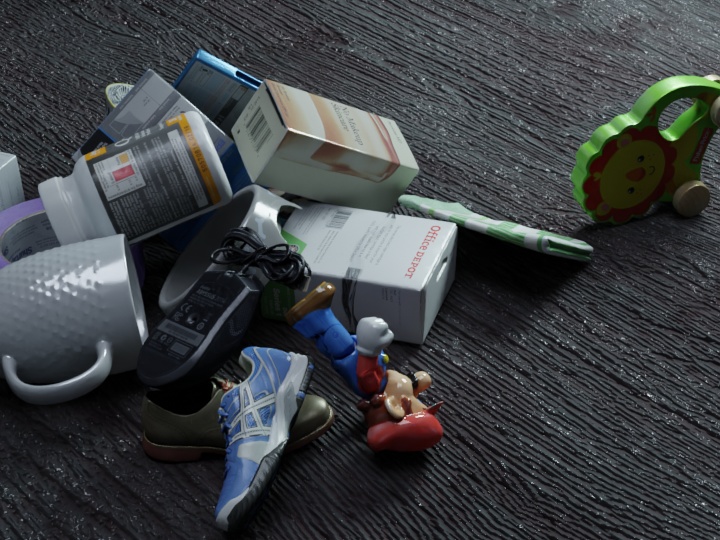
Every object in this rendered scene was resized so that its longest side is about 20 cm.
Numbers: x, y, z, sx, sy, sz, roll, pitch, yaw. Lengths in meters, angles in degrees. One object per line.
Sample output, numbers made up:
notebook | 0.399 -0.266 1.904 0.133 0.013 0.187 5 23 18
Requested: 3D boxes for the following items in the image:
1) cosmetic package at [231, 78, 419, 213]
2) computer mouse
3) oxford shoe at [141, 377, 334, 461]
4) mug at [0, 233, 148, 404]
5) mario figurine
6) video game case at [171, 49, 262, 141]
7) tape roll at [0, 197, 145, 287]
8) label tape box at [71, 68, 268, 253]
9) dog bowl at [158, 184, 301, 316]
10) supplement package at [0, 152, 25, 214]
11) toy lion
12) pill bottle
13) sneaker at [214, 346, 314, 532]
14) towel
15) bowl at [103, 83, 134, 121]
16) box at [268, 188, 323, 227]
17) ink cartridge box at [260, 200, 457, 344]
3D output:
cosmetic package | -0.042 -0.144 1.747 0.199 0.087 0.104 13 37 -38
computer mouse | -0.143 0.053 1.487 0.200 0.053 0.138 -48 42 -15
oxford shoe | -0.126 0.147 1.490 0.199 0.075 0.071 -7 35 -7
mug | -0.323 0.065 1.562 0.174 0.148 0.200 -12 41 -4
mario figurine | 0.019 0.094 1.483 0.106 0.200 0.123 -39 1 21
video game case | -0.143 -0.192 1.834 0.199 0.143 0.018 26 56 -17
tape roll | -0.360 -0.013 1.744 0.199 0.066 0.200 -1 34 1
label tape box | -0.222 -0.121 1.745 0.144 0.200 0.063 -50 4 -5
dog bowl | -0.151 -0.012 1.638 0.059 0.200 0.200 38 31 -17
supplement package | -0.510 -0.055 1.770 0.109 0.114 0.200 12 38 21
toy lion | 0.357 -0.147 1.794 0.191 0.201 0.069 3 32 -27
pill bottle | -0.254 -0.093 1.651 0.199 0.117 0.116 -23 37 -5
sneaker | -0.109 0.163 1.429 0.077 0.076 0.201 20 55 -1
towel | 0.165 -0.053 1.748 0.199 0.024 0.152 21 7 30
bowl | -0.259 -0.150 1.884 0.200 0.094 0.201 29 18 -10
box | -0.048 -0.096 1.861 0.200 0.049 0.082 -30 43 -35
ink cartridge box | 0.000 0.000 1.688 0.199 0.085 0.146 10 36 17
